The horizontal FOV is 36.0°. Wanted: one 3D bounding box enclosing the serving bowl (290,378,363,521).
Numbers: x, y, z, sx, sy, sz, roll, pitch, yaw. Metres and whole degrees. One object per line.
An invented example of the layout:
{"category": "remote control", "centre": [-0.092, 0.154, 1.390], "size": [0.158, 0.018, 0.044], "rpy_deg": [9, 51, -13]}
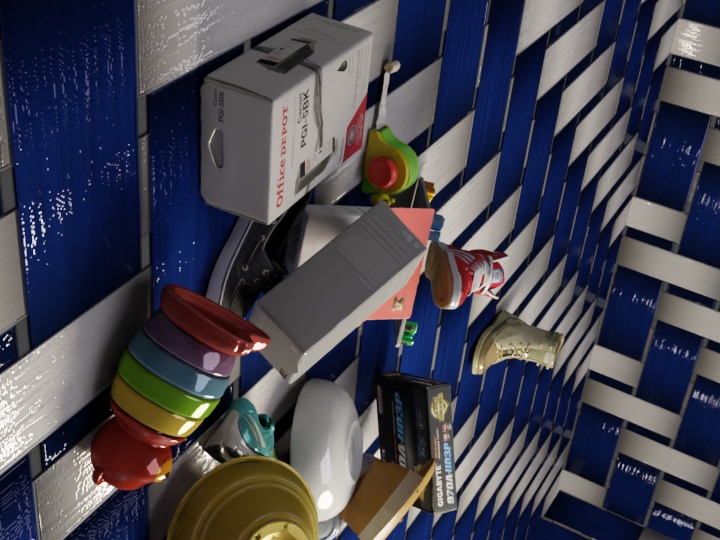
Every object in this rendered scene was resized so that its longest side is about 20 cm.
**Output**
{"category": "serving bowl", "centre": [-0.038, 0.249, 1.539], "size": [0.200, 0.066, 0.200], "rpy_deg": [0, 90, -75]}

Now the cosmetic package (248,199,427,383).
{"category": "cosmetic package", "centre": [-0.028, 0.025, 1.243], "size": [0.200, 0.090, 0.107], "rpy_deg": [-37, 169, -27]}

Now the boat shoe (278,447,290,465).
{"category": "boat shoe", "centre": [-0.120, 0.310, 1.487], "size": [0.200, 0.072, 0.072], "rpy_deg": [-49, 149, -50]}

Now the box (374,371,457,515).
{"category": "box", "centre": [0.086, 0.267, 1.743], "size": [0.046, 0.159, 0.200], "rpy_deg": [-7, 97, -29]}

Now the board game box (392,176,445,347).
{"category": "board game box", "centre": [0.080, -0.015, 1.603], "size": [0.200, 0.026, 0.200], "rpy_deg": [-93, -165, -70]}

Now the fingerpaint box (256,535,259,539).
{"category": "fingerpaint box", "centre": [-0.164, 0.399, 1.350], "size": [0.167, 0.073, 0.200], "rpy_deg": [40, 67, -28]}

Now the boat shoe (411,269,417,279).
{"category": "boat shoe", "centre": [0.030, -0.042, 1.535], "size": [0.200, 0.093, 0.075], "rpy_deg": [-102, -157, -77]}

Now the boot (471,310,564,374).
{"category": "boot", "centre": [0.330, 0.169, 2.319], "size": [0.200, 0.155, 0.072], "rpy_deg": [-45, 148, -47]}

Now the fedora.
{"category": "fedora", "centre": [0.027, 0.331, 1.614], "size": [0.201, 0.082, 0.201], "rpy_deg": [-50, 174, -7]}

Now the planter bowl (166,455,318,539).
{"category": "planter bowl", "centre": [-0.115, 0.321, 1.276], "size": [0.200, 0.083, 0.201], "rpy_deg": [-4, 98, -32]}

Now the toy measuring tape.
{"category": "toy measuring tape", "centre": [0.048, -0.169, 1.446], "size": [0.074, 0.074, 0.200], "rpy_deg": [-35, 141, -55]}

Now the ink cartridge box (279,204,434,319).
{"category": "ink cartridge box", "centre": [0.000, 0.000, 1.377], "size": [0.200, 0.057, 0.163], "rpy_deg": [2, 114, -24]}

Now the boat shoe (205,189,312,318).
{"category": "boat shoe", "centre": [-0.108, -0.013, 1.218], "size": [0.200, 0.066, 0.070], "rpy_deg": [-67, 159, -7]}

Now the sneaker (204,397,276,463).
{"category": "sneaker", "centre": [-0.126, 0.222, 1.388], "size": [0.200, 0.077, 0.080], "rpy_deg": [67, 39, -61]}

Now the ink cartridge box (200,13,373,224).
{"category": "ink cartridge box", "centre": [-0.073, -0.159, 1.143], "size": [0.200, 0.083, 0.147], "rpy_deg": [-45, 150, -47]}

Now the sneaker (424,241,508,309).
{"category": "sneaker", "centre": [0.154, 0.010, 1.518], "size": [0.200, 0.112, 0.071], "rpy_deg": [-98, -159, -72]}

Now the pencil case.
{"category": "pencil case", "centre": [-0.031, 0.352, 1.721], "size": [0.091, 0.083, 0.200], "rpy_deg": [-58, 164, 24]}

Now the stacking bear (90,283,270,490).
{"category": "stacking bear", "centre": [-0.193, 0.125, 1.087], "size": [0.200, 0.114, 0.121], "rpy_deg": [-59, 173, 4]}
